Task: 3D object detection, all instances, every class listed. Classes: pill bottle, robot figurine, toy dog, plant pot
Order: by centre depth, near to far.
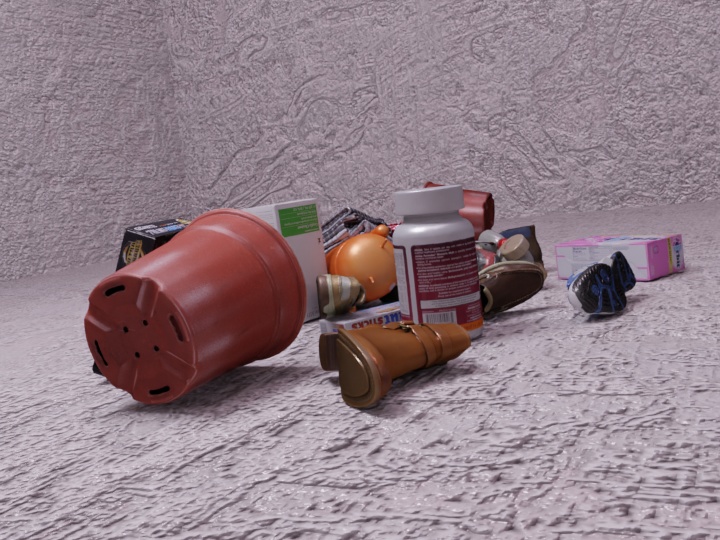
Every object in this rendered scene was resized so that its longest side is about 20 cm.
[{"bbox_3d":[-0.196,0.047,0.900,0.200,0.201,0.195,-3,15,27],"label":"plant pot"},{"bbox_3d":[0.100,-0.009,1.030,0.109,0.200,0.110,-6,7,1],"label":"pill bottle"},{"bbox_3d":[0.000,0.002,1.348,0.144,0.117,0.200,-26,-1,-21],"label":"robot figurine"},{"bbox_3d":[0.251,-0.013,1.401,0.096,0.132,0.200,-38,0,-2],"label":"toy dog"},{"bbox_3d":[0.293,-0.164,2.335,0.195,0.201,0.201,5,10,22],"label":"plant pot"}]

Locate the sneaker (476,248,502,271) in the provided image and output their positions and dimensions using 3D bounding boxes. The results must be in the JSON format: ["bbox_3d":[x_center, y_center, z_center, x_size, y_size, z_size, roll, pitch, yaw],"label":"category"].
[{"bbox_3d":[0.160,-0.019,1.351,0.098,0.071,0.200,29,-7,-30],"label":"sneaker"}]

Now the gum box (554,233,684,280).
[{"bbox_3d":[0.459,-0.025,1.398,0.113,0.066,0.200,-13,9,-38],"label":"gum box"}]

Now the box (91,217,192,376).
[{"bbox_3d":[-0.287,0.032,1.079,0.050,0.200,0.199,16,10,4],"label":"box"}]

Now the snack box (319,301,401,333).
[{"bbox_3d":[0.039,0.069,1.191,0.200,0.024,0.072,-11,6,-34],"label":"snack box"}]

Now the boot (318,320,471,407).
[{"bbox_3d":[0.047,0.087,0.827,0.154,0.074,0.200,-4,8,-13],"label":"boot"}]

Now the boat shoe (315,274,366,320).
[{"bbox_3d":[-0.029,0.044,1.211,0.076,0.072,0.200,-7,-4,-4],"label":"boat shoe"}]

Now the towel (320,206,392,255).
[{"bbox_3d":[-0.042,-0.041,1.503,0.200,0.086,0.166,-34,-26,19],"label":"towel"}]

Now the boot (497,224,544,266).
[{"bbox_3d":[0.274,-0.040,1.584,0.200,0.097,0.075,-3,7,27],"label":"boot"}]

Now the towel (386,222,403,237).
[{"bbox_3d":[0.076,-0.033,1.599,0.200,0.145,0.023,-5,34,15],"label":"towel"}]

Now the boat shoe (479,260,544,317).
[{"bbox_3d":[0.181,0.041,1.132,0.202,0.075,0.075,-17,15,-7],"label":"boat shoe"}]

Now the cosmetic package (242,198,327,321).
[{"bbox_3d":[-0.122,-0.014,1.307,0.085,0.200,0.108,-3,9,41],"label":"cosmetic package"}]

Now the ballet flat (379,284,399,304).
[{"bbox_3d":[0.114,0.022,1.333,0.200,0.069,0.068,-2,10,39],"label":"ballet flat"}]

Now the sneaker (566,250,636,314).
[{"bbox_3d":[0.333,0.030,1.110,0.077,0.076,0.200,-29,-7,33],"label":"sneaker"}]
